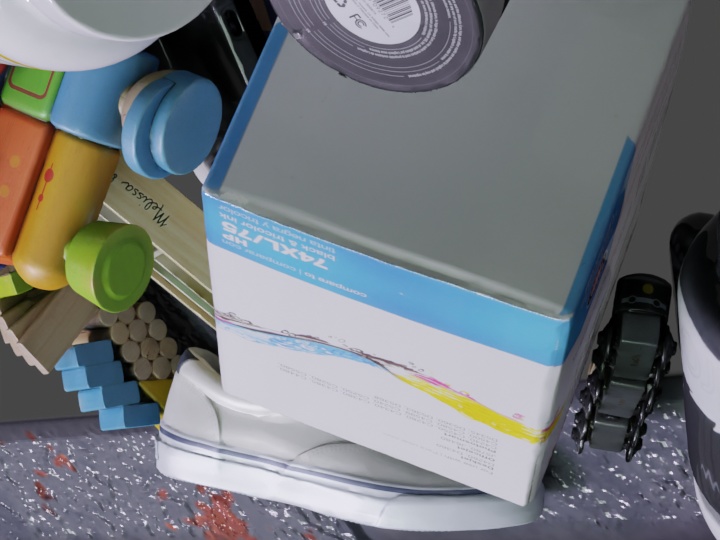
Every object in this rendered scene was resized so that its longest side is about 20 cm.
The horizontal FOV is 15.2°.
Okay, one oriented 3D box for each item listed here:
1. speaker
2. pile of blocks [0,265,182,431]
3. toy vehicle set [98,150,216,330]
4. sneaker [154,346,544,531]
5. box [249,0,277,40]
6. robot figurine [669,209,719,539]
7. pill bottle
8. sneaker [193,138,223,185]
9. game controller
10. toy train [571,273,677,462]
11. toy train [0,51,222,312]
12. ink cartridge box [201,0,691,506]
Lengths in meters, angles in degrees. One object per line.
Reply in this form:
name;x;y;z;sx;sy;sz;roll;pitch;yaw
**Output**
speaker;0.041;-0.158;0.923;0.081;0.200;0.081;17;143;14
pile of blocks;-0.148;0.032;1.379;0.062;0.082;0.200;-11;123;52
toy vehicle set;-0.117;-0.036;1.280;0.200;0.027;0.124;40;171;-5
sneaker;-0.005;0.082;1.332;0.199;0.073;0.071;9;99;8
box;-0.009;-0.144;1.119;0.199;0.032;0.122;10;137;31
robot figurine;0.193;0.042;1.091;0.124;0.151;0.201;-5;133;5
pill bottle;-0.125;-0.134;1.020;0.113;0.112;0.200;54;162;-24
sneaker;0.000;0.000;1.239;0.200;0.075;0.087;38;149;-2
game controller;-0.086;-0.140;1.146;0.104;0.042;0.201;13;134;51
toy train;0.115;0.042;1.172;0.034;0.046;0.200;8;163;3
toy train;-0.138;-0.010;1.151;0.115;0.201;0.085;23;-176;33
ink cartridge box;0.032;-0.025;1.070;0.145;0.147;0.200;19;157;8
